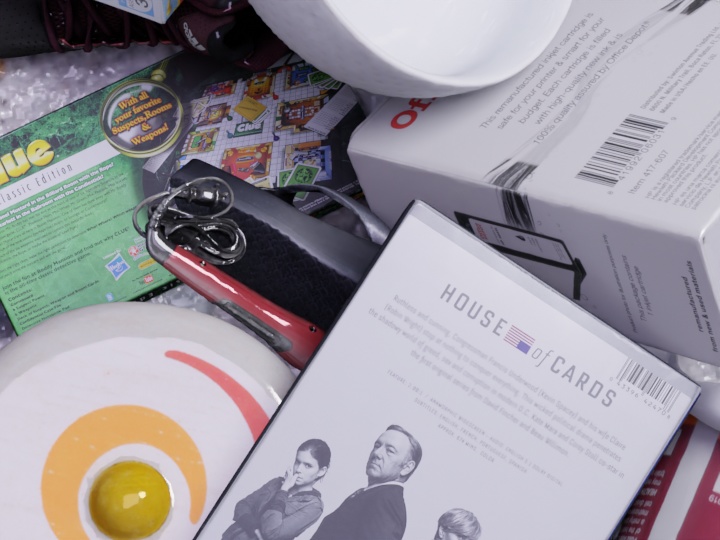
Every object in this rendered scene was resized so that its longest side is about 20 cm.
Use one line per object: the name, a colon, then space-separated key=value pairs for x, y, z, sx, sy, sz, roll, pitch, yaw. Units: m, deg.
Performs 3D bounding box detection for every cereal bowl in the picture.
cereal bowl: x=0.004 y=-0.170 z=1.060 sx=0.200 sy=0.083 sz=0.200 roll=13 pitch=71 yaw=-41

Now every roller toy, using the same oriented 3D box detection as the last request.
roller toy: x=-0.100 y=0.107 z=1.081 sx=0.182 sy=0.140 sz=0.200 roll=-29 pitch=80 yaw=-6

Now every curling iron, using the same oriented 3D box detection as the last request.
curling iron: x=-0.017 y=0.027 z=1.074 sx=0.200 sy=0.026 sz=0.050 roll=38 pitch=67 yaw=-9

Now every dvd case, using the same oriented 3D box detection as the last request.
dvd case: x=0.031 y=0.093 z=1.015 sx=0.150 sy=0.025 sz=0.200 roll=34 pitch=83 yaw=-3

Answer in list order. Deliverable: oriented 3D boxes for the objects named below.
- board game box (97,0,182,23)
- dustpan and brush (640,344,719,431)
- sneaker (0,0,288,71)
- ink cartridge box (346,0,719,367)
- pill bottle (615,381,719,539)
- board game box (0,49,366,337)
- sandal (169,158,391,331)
board game box: x=-0.086 y=-0.226 z=1.113 sx=0.103 sy=0.105 sz=0.200 roll=21 pitch=53 yaw=20
dustpan and brush: x=0.114 y=0.042 z=1.096 sx=0.057 sy=0.200 sz=0.140 roll=37 pitch=79 yaw=-29
sneaker: x=-0.105 y=-0.129 z=1.135 sx=0.200 sy=0.076 sz=0.116 roll=-20 pitch=43 yaw=-4
ink cartridge box: x=0.118 y=-0.051 z=1.075 sx=0.200 sy=0.084 sz=0.146 roll=17 pitch=52 yaw=41
pill bottle: x=0.161 y=0.163 z=1.086 sx=0.114 sy=0.114 sz=0.200 roll=24 pitch=80 yaw=4
board game box: x=-0.095 y=-0.047 z=1.170 sx=0.200 sy=0.023 sz=0.105 roll=-25 pitch=83 yaw=-6
sandal: x=0.000 y=0.001 z=1.105 sx=0.200 sy=0.076 sz=0.043 roll=26 pitch=60 yaw=20
